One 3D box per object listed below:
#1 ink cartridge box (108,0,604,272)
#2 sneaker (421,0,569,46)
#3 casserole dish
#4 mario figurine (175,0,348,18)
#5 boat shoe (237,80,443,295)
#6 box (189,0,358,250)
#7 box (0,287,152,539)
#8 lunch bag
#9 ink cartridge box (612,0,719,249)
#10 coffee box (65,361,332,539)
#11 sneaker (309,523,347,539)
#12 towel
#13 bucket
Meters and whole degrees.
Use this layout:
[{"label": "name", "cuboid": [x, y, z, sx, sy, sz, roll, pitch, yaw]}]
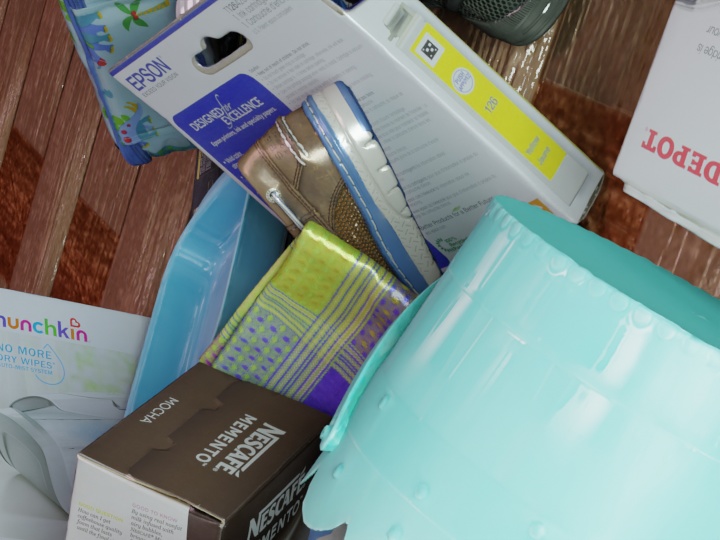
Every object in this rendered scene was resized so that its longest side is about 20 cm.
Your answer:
[{"label": "ink cartridge box", "cuboid": [-0.008, -0.077, 0.903, 0.197, 0.200, 0.047, -19, 32, 58]}, {"label": "sneaker", "cuboid": [0.025, -0.188, 0.952, 0.076, 0.114, 0.199, -54, 31, 2]}, {"label": "casserole dish", "cuboid": [-0.086, 0.025, 1.019, 0.121, 0.039, 0.201, -46, 25, 42]}, {"label": "mario figurine", "cuboid": [-0.033, -0.109, 0.974, 0.105, 0.200, 0.124, -24, 56, 6]}, {"label": "boat shoe", "cuboid": [0.000, 0.000, 0.872, 0.072, 0.201, 0.072, -27, 32, 1]}, {"label": "box", "cuboid": [-0.056, -0.088, 1.138, 0.161, 0.049, 0.202, -18, 64, 56]}, {"label": "box", "cuboid": [-0.160, 0.121, 1.093, 0.097, 0.199, 0.177, -46, 41, 43]}, {"label": "lunch bag", "cuboid": [-0.142, -0.179, 1.107, 0.201, 0.082, 0.162, 74, -177, -52]}, {"label": "ink cartridge box", "cuboid": [0.193, -0.098, 0.657, 0.145, 0.083, 0.201, 40, 115, 58]}, {"label": "coffee box", "cuboid": [-0.086, 0.162, 0.845, 0.079, 0.113, 0.201, 21, 118, 19]}, {"label": "sneaker", "cuboid": [-0.003, 0.197, 0.934, 0.072, 0.072, 0.201, -15, 59, 29]}, {"label": "towel", "cuboid": [0.021, 0.078, 0.836, 0.144, 0.200, 0.023, -49, -1, 44]}, {"label": "bucket", "cuboid": [0.094, 0.072, 0.660, 0.135, 0.206, 0.207, -61, 32, 9]}]
